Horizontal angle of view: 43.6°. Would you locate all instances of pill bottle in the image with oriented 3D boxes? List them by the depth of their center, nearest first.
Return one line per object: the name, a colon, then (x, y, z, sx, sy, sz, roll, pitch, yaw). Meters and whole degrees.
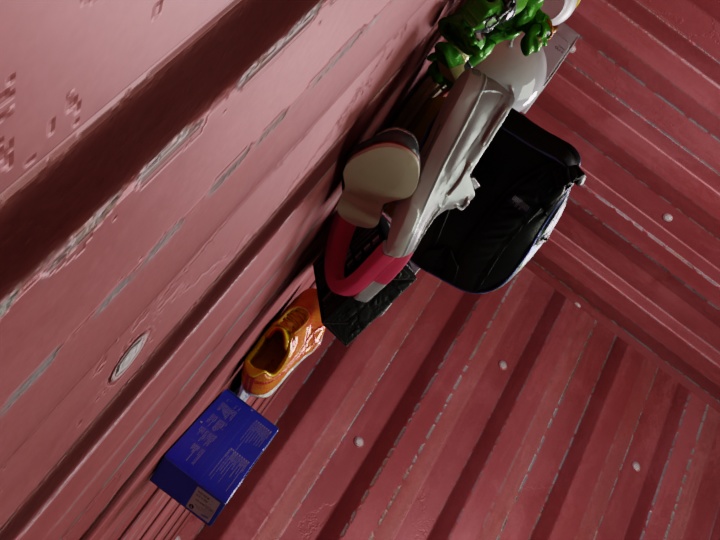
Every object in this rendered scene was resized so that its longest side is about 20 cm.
pill bottle: (0.355, -0.513, 1.664, 0.105, 0.103, 0.200, -55, 178, 29)

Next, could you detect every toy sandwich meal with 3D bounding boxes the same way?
toy sandwich meal: (0.071, -0.158, 1.151, 0.207, 0.070, 0.205, -55, 178, -3)

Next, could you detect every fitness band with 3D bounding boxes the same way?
fitness band: (0.014, -0.052, 1.029, 0.200, 0.037, 0.147, -44, -140, 48)

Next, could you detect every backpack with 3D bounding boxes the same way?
backpack: (0.144, -0.088, 1.049, 0.203, 0.181, 0.147, -63, 170, 28)

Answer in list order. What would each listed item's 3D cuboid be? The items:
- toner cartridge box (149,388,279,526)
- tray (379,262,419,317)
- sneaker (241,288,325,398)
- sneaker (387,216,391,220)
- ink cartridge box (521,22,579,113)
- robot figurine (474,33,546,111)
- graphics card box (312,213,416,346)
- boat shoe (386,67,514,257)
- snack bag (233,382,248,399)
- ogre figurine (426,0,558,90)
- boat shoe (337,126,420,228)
toner cartridge box: (-0.181, 0.233, 1.149, 0.043, 0.094, 0.200, -53, 178, 21)
tray: (0.011, -0.021, 1.271, 0.108, 0.022, 0.200, -50, -145, 1)
sneaker: (-0.097, 0.092, 1.259, 0.201, 0.072, 0.078, -57, 170, -41)
sneaker: (0.080, -0.088, 1.464, 0.078, 0.139, 0.200, -53, 178, 0)
ink cartridge box: (0.362, -0.468, 1.970, 0.146, 0.144, 0.200, -54, 177, -7)
robot figurine: (0.175, -0.258, 1.165, 0.110, 0.174, 0.200, -15, -170, -1)
graphics card box: (0.000, 0.000, 1.163, 0.125, 0.051, 0.201, -44, -161, 10)
boat shoe: (0.089, -0.097, 0.901, 0.072, 0.067, 0.203, -111, -135, -75)
snack bag: (-0.161, 0.154, 1.388, 0.190, 0.021, 0.201, -55, 178, -39)
ogre figurine: (0.134, -0.254, 0.912, 0.119, 0.099, 0.201, -36, 159, -8)
boat shoe: (0.020, -0.102, 0.897, 0.200, 0.070, 0.064, 127, -13, -72)
